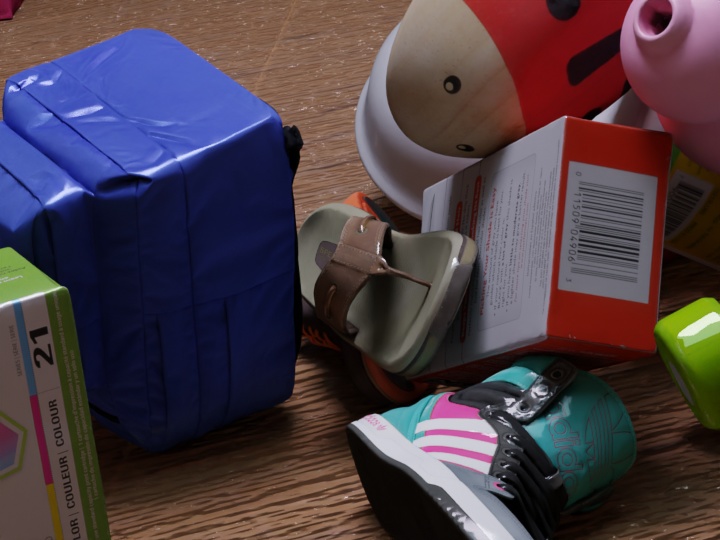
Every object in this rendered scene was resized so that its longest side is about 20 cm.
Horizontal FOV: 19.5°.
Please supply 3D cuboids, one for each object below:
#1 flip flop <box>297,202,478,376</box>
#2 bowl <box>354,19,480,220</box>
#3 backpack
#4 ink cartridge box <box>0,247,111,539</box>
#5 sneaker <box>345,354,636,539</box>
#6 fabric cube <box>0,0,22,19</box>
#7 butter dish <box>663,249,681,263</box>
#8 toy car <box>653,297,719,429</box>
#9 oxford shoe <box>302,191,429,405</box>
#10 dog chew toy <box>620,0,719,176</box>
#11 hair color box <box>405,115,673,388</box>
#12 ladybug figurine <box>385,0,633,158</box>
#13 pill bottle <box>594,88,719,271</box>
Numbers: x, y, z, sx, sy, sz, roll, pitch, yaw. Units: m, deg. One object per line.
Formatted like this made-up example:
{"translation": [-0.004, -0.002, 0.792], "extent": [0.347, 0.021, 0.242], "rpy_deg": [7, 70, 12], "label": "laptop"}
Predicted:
{"translation": [0.000, 0.000, 1.117], "extent": [0.057, 0.081, 0.200], "rpy_deg": [23, 3, -28], "label": "flip flop"}
{"translation": [0.091, -0.130, 1.440], "extent": [0.201, 0.090, 0.201], "rpy_deg": [-3, 56, 4], "label": "bowl"}
{"translation": [-0.127, -0.004, 1.143], "extent": [0.168, 0.200, 0.163], "rpy_deg": [-23, 39, -21], "label": "backpack"}
{"translation": [-0.232, 0.091, 0.994], "extent": [0.200, 0.148, 0.076], "rpy_deg": [-18, 24, -25], "label": "ink cartridge box"}
{"translation": [0.079, 0.100, 0.975], "extent": [0.121, 0.084, 0.200], "rpy_deg": [-22, 22, -12], "label": "sneaker"}
{"translation": [-0.476, -0.384, 2.301], "extent": [0.196, 0.200, 0.200], "rpy_deg": [-5, 20, 2], "label": "fabric cube"}
{"translation": [0.189, -0.070, 1.306], "extent": [0.200, 0.200, 0.148], "rpy_deg": [-17, 46, -28], "label": "butter dish"}
{"translation": [0.219, 0.027, 0.997], "extent": [0.164, 0.158, 0.200], "rpy_deg": [-29, 16, -1], "label": "toy car"}
{"translation": [-0.002, 0.030, 1.238], "extent": [0.072, 0.071, 0.200], "rpy_deg": [-38, 23, 15], "label": "oxford shoe"}
{"translation": [0.202, -0.094, 1.036], "extent": [0.124, 0.125, 0.200], "rpy_deg": [14, -3, 44], "label": "dog chew toy"}
{"translation": [0.088, -0.003, 1.080], "extent": [0.064, 0.111, 0.200], "rpy_deg": [9, -11, -18], "label": "hair color box"}
{"translation": [0.104, -0.129, 1.099], "extent": [0.200, 0.136, 0.072], "rpy_deg": [-38, 46, -17], "label": "ladybug figurine"}
{"translation": [0.230, -0.049, 1.190], "extent": [0.200, 0.111, 0.111], "rpy_deg": [22, 14, -15], "label": "pill bottle"}
